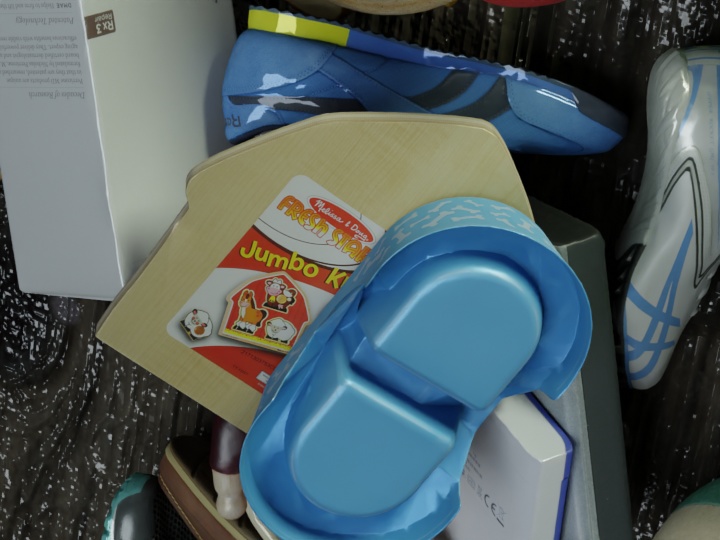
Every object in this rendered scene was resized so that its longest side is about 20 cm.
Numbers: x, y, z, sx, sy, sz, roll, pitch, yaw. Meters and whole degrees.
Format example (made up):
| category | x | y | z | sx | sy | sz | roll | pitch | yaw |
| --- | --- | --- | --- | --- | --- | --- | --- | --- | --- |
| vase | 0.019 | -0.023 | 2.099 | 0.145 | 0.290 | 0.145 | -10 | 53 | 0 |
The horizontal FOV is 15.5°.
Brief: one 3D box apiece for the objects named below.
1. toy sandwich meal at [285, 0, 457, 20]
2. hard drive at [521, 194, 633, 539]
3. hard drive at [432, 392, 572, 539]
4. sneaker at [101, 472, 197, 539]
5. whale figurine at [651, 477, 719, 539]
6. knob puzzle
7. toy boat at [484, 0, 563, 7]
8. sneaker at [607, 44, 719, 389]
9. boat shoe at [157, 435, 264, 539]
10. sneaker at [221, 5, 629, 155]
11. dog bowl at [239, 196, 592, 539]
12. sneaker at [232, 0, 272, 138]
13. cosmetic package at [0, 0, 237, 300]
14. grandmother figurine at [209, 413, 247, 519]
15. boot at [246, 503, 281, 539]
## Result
| category | x | y | z | sx | sy | sz | roll | pitch | yaw |
| --- | --- | --- | --- | --- | --- | --- | --- | --- | --- |
| toy sandwich meal | 0.014 | -0.213 | 1.285 | 0.204 | 0.070 | 0.206 | 7 | 105 | 27 |
| hard drive | 0.086 | 0.057 | 1.351 | 0.139 | 0.033 | 0.201 | 30 | 133 | 57 |
| hard drive | 0.058 | 0.127 | 1.388 | 0.132 | 0.025 | 0.201 | 50 | 148 | 40 |
| sneaker | -0.086 | 0.202 | 1.546 | 0.091 | 0.078 | 0.201 | -5 | 120 | 26 |
| whale figurine | 0.216 | 0.181 | 1.354 | 0.159 | 0.104 | 0.201 | 29 | 149 | 30 |
| knob puzzle | 0.000 | 0.000 | 1.267 | 0.218 | 0.031 | 0.221 | -1 | 120 | -2 |
| toy boat | 0.048 | -0.209 | 1.151 | 0.130 | 0.131 | 0.201 | -34 | 86 | 25 |
| sneaker | 0.161 | -0.019 | 1.294 | 0.072 | 0.072 | 0.201 | 8 | 127 | -3 |
| boat shoe | -0.051 | 0.173 | 1.479 | 0.200 | 0.072 | 0.068 | 44 | 114 | 24 |
| sneaker | 0.030 | -0.072 | 1.304 | 0.199 | 0.066 | 0.079 | 12 | 89 | -2 |
| dog bowl | 0.024 | 0.048 | 1.250 | 0.111 | 0.050 | 0.200 | 30 | 115 | -19 |
| sneaker | -0.061 | -0.127 | 1.364 | 0.199 | 0.075 | 0.116 | 16 | 118 | 24 |
| cosmetic package | -0.121 | -0.094 | 1.309 | 0.081 | 0.113 | 0.201 | 2 | 108 | 39 |
| grandmother figurine | -0.026 | 0.080 | 1.355 | 0.201 | 0.121 | 0.060 | 58 | 161 | -19 |
| boot | -0.033 | 0.055 | 1.417 | 0.075 | 0.107 | 0.201 | -3 | 110 | 33 |
